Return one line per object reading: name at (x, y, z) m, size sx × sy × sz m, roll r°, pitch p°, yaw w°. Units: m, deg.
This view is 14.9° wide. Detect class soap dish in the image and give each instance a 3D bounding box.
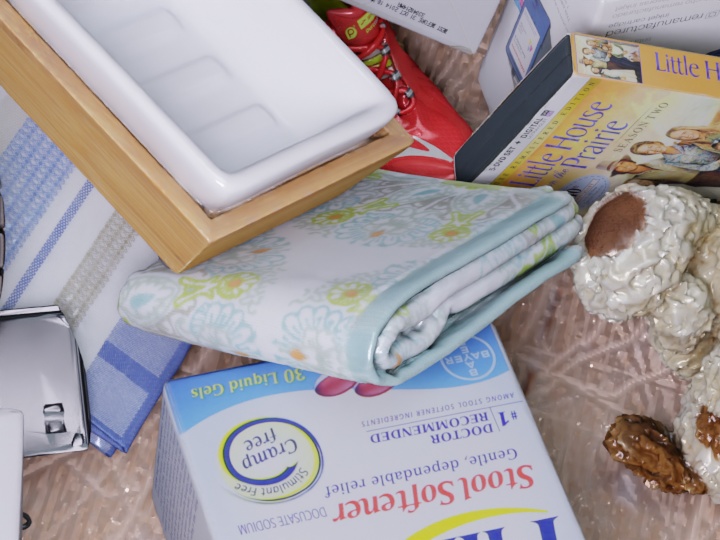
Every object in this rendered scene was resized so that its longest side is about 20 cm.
soap dish at (-0.094, -0.098, 1.428) m, size 0.200 × 0.081 × 0.157 m, roll 46°, pitch 45°, yaw 17°

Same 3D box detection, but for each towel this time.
towel at (-0.172, -0.012, 1.447) m, size 0.200 × 0.024 × 0.147 m, roll 36°, pitch 68°, yaw -13°
towel at (0.000, 0.000, 1.429) m, size 0.170 × 0.048 × 0.200 m, roll 7°, pitch 24°, yaw 38°

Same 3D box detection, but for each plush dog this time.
plush dog at (0.218, 0.049, 1.482) m, size 0.199 × 0.160 × 0.173 m, roll -2°, pitch 76°, yaw 12°

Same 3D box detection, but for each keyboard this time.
keyboard at (-0.236, 0.090, 1.399) m, size 0.199 × 0.021 × 0.128 m, roll -6°, pitch 84°, yaw -4°

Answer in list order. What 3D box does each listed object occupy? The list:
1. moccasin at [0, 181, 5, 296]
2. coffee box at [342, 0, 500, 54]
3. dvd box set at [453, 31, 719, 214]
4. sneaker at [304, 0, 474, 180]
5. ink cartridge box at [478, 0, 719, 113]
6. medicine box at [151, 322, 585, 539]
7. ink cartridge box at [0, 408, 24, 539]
moccasin at (-0.224, -0.057, 1.380) m, size 0.077 × 0.074 × 0.203 m, roll -11°, pitch 87°, yaw -16°
coffee box at (0.042, -0.215, 1.563) m, size 0.114 × 0.080 × 0.200 m, roll 23°, pitch 30°, yaw -3°
dvd box set at (0.169, -0.070, 1.491) m, size 0.199 × 0.146 × 0.030 m, roll 8°, pitch 62°, yaw -23°
sneaker at (-0.003, -0.116, 1.546) m, size 0.077 × 0.085 × 0.200 m, roll -35°, pitch 72°, yaw -25°
ink cartridge box at (0.161, -0.140, 1.525) m, size 0.144 × 0.200 × 0.088 m, roll -11°, pitch 66°, yaw -17°
medicine box at (0.009, 0.144, 1.374) m, size 0.181 × 0.103 × 0.201 m, roll -11°, pitch 52°, yaw -16°
ink cartridge box at (-0.231, 0.170, 1.276) m, size 0.144 × 0.200 × 0.148 m, roll 2°, pitch 60°, yaw -7°
